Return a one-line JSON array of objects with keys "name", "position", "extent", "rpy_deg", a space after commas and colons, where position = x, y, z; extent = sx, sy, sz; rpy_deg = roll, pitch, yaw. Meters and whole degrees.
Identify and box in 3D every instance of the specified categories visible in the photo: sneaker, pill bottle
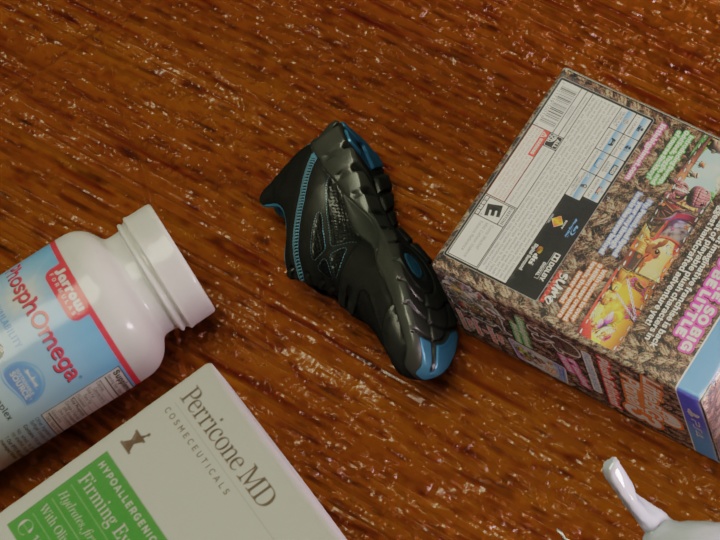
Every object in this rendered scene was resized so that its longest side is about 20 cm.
[{"name": "sneaker", "position": [0.000, 0.000, 1.770], "extent": [0.082, 0.073, 0.201], "rpy_deg": [-35, 53, 15]}, {"name": "pill bottle", "position": [-0.199, 0.045, 1.768], "extent": [0.199, 0.109, 0.109], "rpy_deg": [-33, 60, -3]}]

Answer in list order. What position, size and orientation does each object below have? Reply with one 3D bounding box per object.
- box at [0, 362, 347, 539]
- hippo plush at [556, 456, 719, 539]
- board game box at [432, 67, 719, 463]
[{"name": "box", "position": [-0.075, 0.210, 1.584], "extent": [0.171, 0.200, 0.199], "rpy_deg": [-35, 50, -6]}, {"name": "hippo plush", "position": [0.229, 0.188, 1.583], "extent": [0.160, 0.160, 0.200], "rpy_deg": [-32, 71, -37]}, {"name": "board game box", "position": [0.175, -0.005, 1.698], "extent": [0.199, 0.097, 0.160], "rpy_deg": [28, 73, 26]}]
